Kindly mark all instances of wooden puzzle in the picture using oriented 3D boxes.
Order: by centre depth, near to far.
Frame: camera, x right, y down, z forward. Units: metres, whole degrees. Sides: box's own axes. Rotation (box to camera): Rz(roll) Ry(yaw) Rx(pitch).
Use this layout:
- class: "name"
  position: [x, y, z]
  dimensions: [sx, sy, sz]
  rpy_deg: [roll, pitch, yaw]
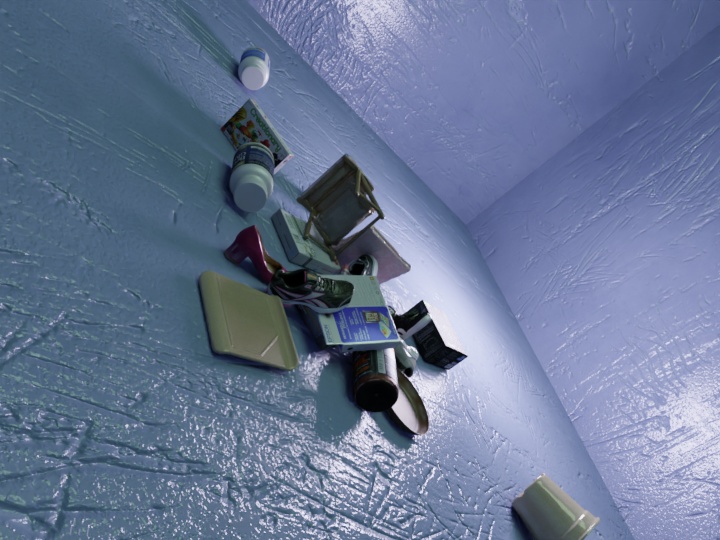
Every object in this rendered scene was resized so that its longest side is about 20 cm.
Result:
- class: "wooden puzzle"
  position: [-0.219, 0.103, 1.084]
  dimensions: [0.199, 0.037, 0.187]
  rpy_deg: [24, 35, -46]

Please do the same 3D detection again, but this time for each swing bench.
- class: "swing bench"
  position: [-0.059, -0.176, 1.556]
  dimensions: [0.129, 0.198, 0.201]
  rpy_deg: [37, 24, -36]

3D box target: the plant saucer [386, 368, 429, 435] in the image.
- class: "plant saucer"
  position: [0.103, 0.332, 1.417]
  dimensions: [0.200, 0.032, 0.201]
  rpy_deg: [44, 22, -23]

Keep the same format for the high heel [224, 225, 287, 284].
- class: "high heel"
  position: [-0.203, -0.031, 1.250]
  dimensions: [0.199, 0.096, 0.068]
  rpy_deg: [35, 25, -40]

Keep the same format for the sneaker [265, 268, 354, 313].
- class: "sneaker"
  position: [-0.106, 0.039, 1.226]
  dimensions: [0.197, 0.087, 0.081]
  rpy_deg: [0, 53, -15]

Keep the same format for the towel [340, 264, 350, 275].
- class: "towel"
  position: [-0.002, 0.093, 1.538]
  dimensions: [0.146, 0.030, 0.202]
  rpy_deg: [38, 36, -34]

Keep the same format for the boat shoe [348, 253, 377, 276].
- class: "boat shoe"
  position: [0.000, 0.000, 1.507]
  dimensions: [0.068, 0.071, 0.201]
  rpy_deg: [47, 23, -22]

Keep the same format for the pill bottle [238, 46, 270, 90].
- class: "pill bottle"
  position: [-0.385, -0.727, 2.015]
  dimensions: [0.112, 0.112, 0.201]
  rpy_deg: [40, 23, -29]

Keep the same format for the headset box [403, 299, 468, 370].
- class: "headset box"
  position: [0.248, 0.211, 1.861]
  dimensions: [0.173, 0.092, 0.202]
  rpy_deg: [29, 29, -49]

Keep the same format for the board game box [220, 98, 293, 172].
- class: "board game box"
  position: [-0.293, -0.365, 1.577]
  dimensions: [0.201, 0.126, 0.035]
  rpy_deg: [54, 19, 5]

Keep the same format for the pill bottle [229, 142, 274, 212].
- class: "pill bottle"
  position: [-0.275, -0.235, 1.416]
  dimensions: [0.111, 0.111, 0.201]
  rpy_deg: [40, 23, -30]

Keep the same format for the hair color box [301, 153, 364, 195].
- class: "hair color box"
  position: [-0.083, -0.264, 1.769]
  dimensions: [0.101, 0.199, 0.060]
  rpy_deg: [57, 20, 15]

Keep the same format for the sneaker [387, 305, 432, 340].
- class: "sneaker"
  position: [0.107, 0.136, 1.543]
  dimensions: [0.073, 0.200, 0.113]
  rpy_deg: [-26, 78, -40]

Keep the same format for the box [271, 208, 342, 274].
- class: "box"
  position: [-0.146, -0.073, 1.535]
  dimensions: [0.199, 0.041, 0.157]
  rpy_deg: [22, 36, -55]

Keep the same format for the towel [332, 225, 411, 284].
- class: "towel"
  position: [0.022, -0.035, 1.627]
  dimensions: [0.191, 0.198, 0.033]
  rpy_deg: [44, 45, -25]

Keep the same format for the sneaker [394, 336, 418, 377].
- class: "sneaker"
  position: [0.094, 0.230, 1.505]
  dimensions: [0.200, 0.073, 0.080]
  rpy_deg: [37, 49, -42]

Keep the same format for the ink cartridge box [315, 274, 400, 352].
- class: "ink cartridge box"
  position: [-0.025, 0.096, 1.310]
  dimensions: [0.197, 0.044, 0.200]
  rpy_deg: [3, 50, -30]

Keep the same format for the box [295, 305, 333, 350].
- class: "box"
  position: [-0.067, 0.098, 1.368]
  dimensions: [0.159, 0.048, 0.199]
  rpy_deg: [57, 29, 14]

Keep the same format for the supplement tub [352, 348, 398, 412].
- class: "supplement tub"
  position: [0.033, 0.230, 1.322]
  dimensions: [0.107, 0.107, 0.201]
  rpy_deg: [43, 21, -24]

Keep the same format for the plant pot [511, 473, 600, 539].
- class: "plant pot"
  position: [0.538, 0.694, 1.582]
  dimensions: [0.184, 0.201, 0.200]
  rpy_deg: [48, 16, 27]
